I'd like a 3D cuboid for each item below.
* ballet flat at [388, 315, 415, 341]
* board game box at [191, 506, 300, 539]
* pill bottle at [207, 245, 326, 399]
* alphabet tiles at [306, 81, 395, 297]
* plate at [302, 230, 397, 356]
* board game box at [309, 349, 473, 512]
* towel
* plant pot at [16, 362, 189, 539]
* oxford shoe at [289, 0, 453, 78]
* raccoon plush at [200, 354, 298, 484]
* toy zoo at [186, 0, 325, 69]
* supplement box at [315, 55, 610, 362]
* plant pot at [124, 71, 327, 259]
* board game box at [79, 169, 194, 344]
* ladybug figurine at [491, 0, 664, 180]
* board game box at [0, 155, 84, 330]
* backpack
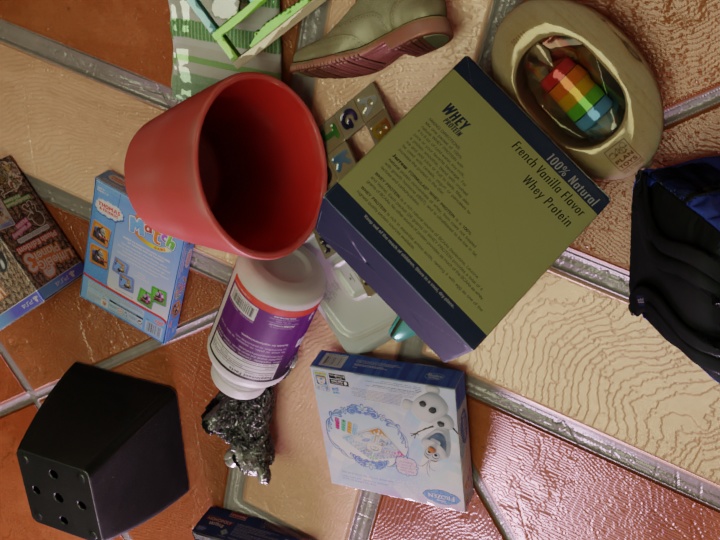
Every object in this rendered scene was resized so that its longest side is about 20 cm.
[{"bbox_3d":[0.100,0.007,1.017,0.070,0.067,0.202,28,107,7],"label":"ballet flat"},{"bbox_3d":[-0.153,0.487,1.423,0.197,0.062,0.203,9,120,23],"label":"board game box"},{"bbox_3d":[-0.121,0.064,1.118,0.112,0.113,0.202,32,128,8],"label":"pill bottle"},{"bbox_3d":[0.001,-0.081,1.037,0.166,0.007,0.202,-34,76,36],"label":"alphabet tiles"},{"bbox_3d":[0.000,0.000,1.108,0.199,0.032,0.201,-29,101,36],"label":"plate"},{"bbox_3d":[0.043,0.207,1.180,0.197,0.043,0.202,7,122,24],"label":"board game box"},{"bbox_3d":[-0.159,-0.285,1.046,0.150,0.023,0.203,13,120,20],"label":"towel"},{"bbox_3d":[-0.397,0.287,1.373,0.196,0.178,0.203,11,121,22],"label":"plant pot"},{"bbox_3d":[0.007,-0.253,0.963,0.197,0.070,0.075,-10,86,31],"label":"oxford shoe"},{"bbox_3d":[-0.128,0.209,1.252,0.199,0.097,0.134,-34,105,35],"label":"raccoon plush"},{"bbox_3d":[-0.141,-0.335,0.966,0.130,0.021,0.201,-32,109,14],"label":"toy zoo"},{"bbox_3d":[0.094,-0.055,0.901,0.200,0.200,0.134,45,168,2],"label":"supplement box"},{"bbox_3d":[-0.164,-0.114,1.042,0.175,0.200,0.203,1,117,43],"label":"plant pot"},{"bbox_3d":[-0.307,-0.016,1.254,0.150,0.037,0.202,27,125,12],"label":"board game box"},{"bbox_3d":[0.213,-0.177,0.881,0.135,0.072,0.201,-37,95,36],"label":"ladybug figurine"},{"bbox_3d":[-0.523,-0.032,1.318,0.158,0.097,0.202,-26,101,35],"label":"board game box"},{"bbox_3d":[0.344,-0.007,0.814,0.165,0.201,0.165,-13,115,-1],"label":"backpack"}]
